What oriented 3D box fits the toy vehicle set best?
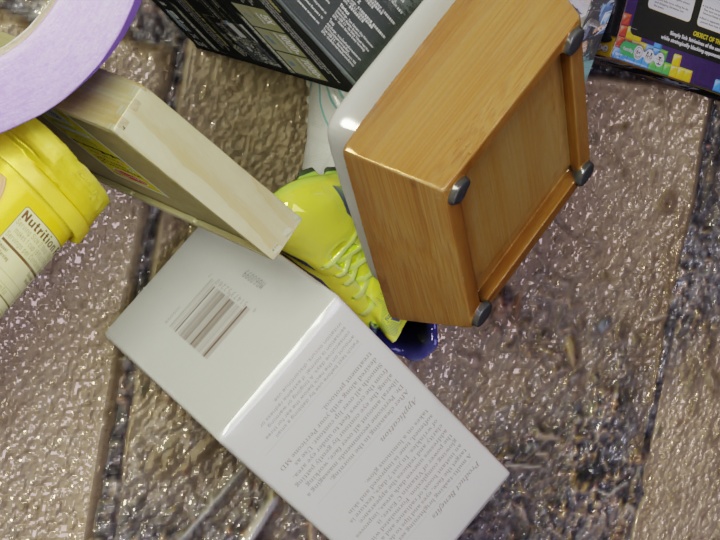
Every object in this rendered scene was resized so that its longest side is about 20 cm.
[{"bbox_3d":[-0.133,-0.072,1.001,0.124,0.199,0.027,40,79,-41],"label":"toy vehicle set"}]

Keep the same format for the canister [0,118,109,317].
[{"bbox_3d":[-0.240,0.003,0.969,0.200,0.148,0.087,-51,130,-14],"label":"canister"}]

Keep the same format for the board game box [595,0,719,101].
[{"bbox_3d":[0.244,-0.214,1.372,0.199,0.056,0.167,12,94,-41],"label":"board game box"}]

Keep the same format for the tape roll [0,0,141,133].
[{"bbox_3d":[-0.194,-0.160,0.872,0.198,0.066,0.202,-1,101,-3],"label":"tape roll"}]

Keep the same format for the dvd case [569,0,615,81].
[{"bbox_3d":[0.089,-0.136,1.172,0.145,0.022,0.201,-13,134,-34],"label":"dvd case"}]

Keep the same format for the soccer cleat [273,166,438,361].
[{"bbox_3d":[0.001,0.000,1.179,0.064,0.084,0.200,-32,151,9],"label":"soccer cleat"}]

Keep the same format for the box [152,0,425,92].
[{"bbox_3d":[-0.078,-0.200,1.030,0.086,0.163,0.200,-55,130,-12],"label":"box"}]

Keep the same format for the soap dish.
[{"bbox_3d":[0.063,-0.068,1.080,0.158,0.081,0.200,-52,157,-17],"label":"soap dish"}]

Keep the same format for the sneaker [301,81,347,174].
[{"bbox_3d":[-0.001,-0.119,1.190,0.070,0.080,0.202,-11,131,-49],"label":"sneaker"}]

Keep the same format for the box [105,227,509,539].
[{"bbox_3d":[-0.031,0.081,1.161,0.107,0.152,0.200,-49,130,-6],"label":"box"}]
